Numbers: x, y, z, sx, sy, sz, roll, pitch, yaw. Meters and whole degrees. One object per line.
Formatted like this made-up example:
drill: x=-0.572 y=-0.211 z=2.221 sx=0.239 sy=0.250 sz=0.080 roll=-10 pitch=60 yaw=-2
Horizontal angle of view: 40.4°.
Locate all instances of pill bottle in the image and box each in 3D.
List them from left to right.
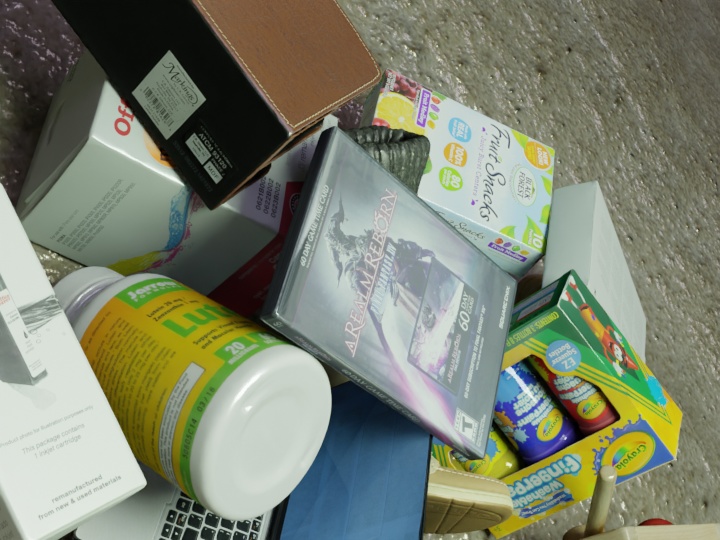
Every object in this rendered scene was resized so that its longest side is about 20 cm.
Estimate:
pill bottle: x=-0.125 y=0.068 z=0.644 sx=0.111 sy=0.199 sz=0.112 roll=-30 pitch=131 yaw=-40

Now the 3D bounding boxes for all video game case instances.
video game case: x=0.029 y=0.019 z=0.654 sx=0.199 sy=0.019 sz=0.144 roll=38 pitch=54 yaw=-32

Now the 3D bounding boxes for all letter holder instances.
letter holder: x=-0.098 y=-0.171 z=0.677 sx=0.201 sy=0.100 sz=0.142 roll=53 pitch=41 yaw=-4

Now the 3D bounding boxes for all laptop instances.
laptop: x=-0.063 y=0.114 z=0.675 sx=0.198 sy=0.117 sz=0.188 roll=23 pitch=37 yaw=-8

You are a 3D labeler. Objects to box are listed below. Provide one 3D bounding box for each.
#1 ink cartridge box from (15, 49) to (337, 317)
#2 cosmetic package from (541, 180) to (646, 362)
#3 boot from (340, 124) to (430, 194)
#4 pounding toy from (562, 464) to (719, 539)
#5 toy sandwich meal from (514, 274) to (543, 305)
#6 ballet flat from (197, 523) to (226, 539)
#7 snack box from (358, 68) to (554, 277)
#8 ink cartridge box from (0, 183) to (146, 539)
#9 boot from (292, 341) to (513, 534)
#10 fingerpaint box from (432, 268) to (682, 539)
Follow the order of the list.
ink cartridge box: x=-0.140 y=-0.077 z=0.761 sx=0.198 sy=0.144 sz=0.147 roll=26 pitch=50 yaw=-29
cosmetic package: x=0.236 y=0.038 z=0.971 sx=0.201 sy=0.051 sz=0.152 roll=61 pitch=30 yaw=-34
boot: x=0.020 y=-0.036 z=0.781 sx=0.211 sy=0.078 sz=0.160 roll=-62 pitch=151 yaw=-78
pounding toy: x=0.224 y=0.270 z=0.869 sx=0.198 sy=0.183 sz=0.144 roll=11 pitch=58 yaw=-39
toy sandwich meal: x=0.207 y=0.103 z=1.048 sx=0.204 sy=0.070 sz=0.207 roll=27 pitch=47 yaw=-33
ballet flat: x=-0.054 y=0.223 z=0.731 sx=0.198 sy=0.069 sz=0.070 roll=12 pitch=57 yaw=-34
snack box: x=0.091 y=-0.096 z=0.962 sx=0.198 sy=0.053 sz=0.144 roll=24 pitch=53 yaw=-13
ink cartridge box: x=-0.232 y=0.072 z=0.580 sx=0.083 sy=0.144 sz=0.202 roll=-20 pitch=80 yaw=-47
boot: x=0.030 y=0.131 z=0.815 sx=0.197 sy=0.073 sz=0.157 roll=8 pitch=51 yaw=-3
fingerpaint box: x=0.153 y=0.125 z=0.873 sx=0.167 sy=0.199 sz=0.073 roll=51 pitch=33 yaw=-7
